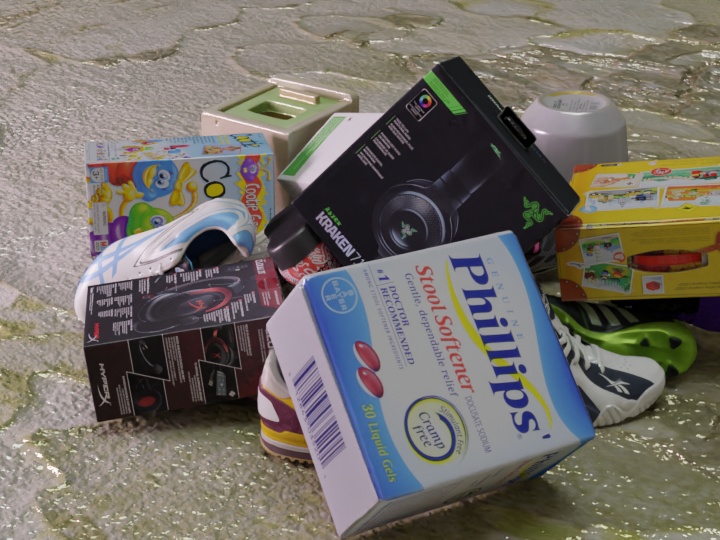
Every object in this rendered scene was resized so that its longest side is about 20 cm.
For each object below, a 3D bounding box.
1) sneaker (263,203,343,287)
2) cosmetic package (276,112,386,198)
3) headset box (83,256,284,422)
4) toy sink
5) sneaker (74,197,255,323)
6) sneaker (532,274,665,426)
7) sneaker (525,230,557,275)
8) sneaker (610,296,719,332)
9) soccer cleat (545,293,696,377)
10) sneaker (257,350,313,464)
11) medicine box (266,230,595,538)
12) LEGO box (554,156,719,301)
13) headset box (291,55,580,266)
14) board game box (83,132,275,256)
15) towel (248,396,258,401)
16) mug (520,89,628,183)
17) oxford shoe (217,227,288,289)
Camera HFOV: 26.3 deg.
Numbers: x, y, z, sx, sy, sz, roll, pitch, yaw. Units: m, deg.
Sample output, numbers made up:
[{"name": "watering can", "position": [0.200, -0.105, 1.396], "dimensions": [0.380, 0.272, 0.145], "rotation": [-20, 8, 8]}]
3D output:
[{"name": "sneaker", "position": [-0.036, -0.008, 1.455], "dimensions": [0.067, 0.108, 0.202], "rotation": [-35, 12, 8]}, {"name": "cosmetic package", "position": [-0.001, -0.102, 1.626], "dimensions": [0.108, 0.085, 0.200], "rotation": [-49, 18, -11]}, {"name": "headset box", "position": [-0.142, 0.056, 1.371], "dimensions": [0.197, 0.076, 0.149], "rotation": [-9, 21, -6]}, {"name": "toy sink", "position": [-0.077, -0.158, 1.822], "dimensions": [0.129, 0.114, 0.199], "rotation": [17, 30, 31]}, {"name": "sneaker", "position": [-0.190, -0.001, 1.464], "dimensions": [0.198, 0.072, 0.073], "rotation": [-29, 35, 11]}, {"name": "sneaker", "position": [0.173, 0.061, 1.339], "dimensions": [0.196, 0.131, 0.080], "rotation": [0, 26, 0]}, {"name": "sneaker", "position": [0.142, -0.040, 1.566], "dimensions": [0.197, 0.075, 0.087], "rotation": [6, -12, -15]}, {"name": "sneaker", "position": [0.290, 0.018, 1.472], "dimensions": [0.098, 0.071, 0.199], "rotation": [1, 6, -30]}, {"name": "soccer cleat", "position": [0.213, 0.059, 1.436], "dimensions": [0.197, 0.068, 0.081], "rotation": [11, 16, 6]}, {"name": "sneaker", "position": [0.012, 0.112, 1.273], "dimensions": [0.197, 0.091, 0.075], "rotation": [1, 25, 2]}, {"name": "medicine box", "position": [0.053, 0.086, 1.206], "dimensions": [0.198, 0.103, 0.184], "rotation": [-13, 72, -26]}, {"name": "LEGO box", "position": [0.289, -0.041, 1.423], "dimensions": [0.197, 0.078, 0.149], "rotation": [-2, 26, 17]}, {"name": "headset box", "position": [0.074, -0.065, 1.361], "dimensions": [0.175, 0.200, 0.093], "rotation": [50, 19, 1]}, {"name": "board game box", "position": [-0.195, -0.083, 1.659], "dimensions": [0.197, 0.105, 0.105], "rotation": [-4, 18, -9]}, {"name": "towel", "position": [-0.013, 0.081, 1.420], "dimensions": [0.142, 0.023, 0.200], "rotation": [9, 27, 19]}, {"name": "mug", "position": [0.220, -0.119, 1.697], "dimensions": [0.148, 0.155, 0.186], "rotation": [-15, 29, -29]}, {"name": "oxford shoe", "position": [-0.087, -0.011, 1.571], "dimensions": [0.057, 0.076, 0.200], "rotation": [35, 29, 9]}]
